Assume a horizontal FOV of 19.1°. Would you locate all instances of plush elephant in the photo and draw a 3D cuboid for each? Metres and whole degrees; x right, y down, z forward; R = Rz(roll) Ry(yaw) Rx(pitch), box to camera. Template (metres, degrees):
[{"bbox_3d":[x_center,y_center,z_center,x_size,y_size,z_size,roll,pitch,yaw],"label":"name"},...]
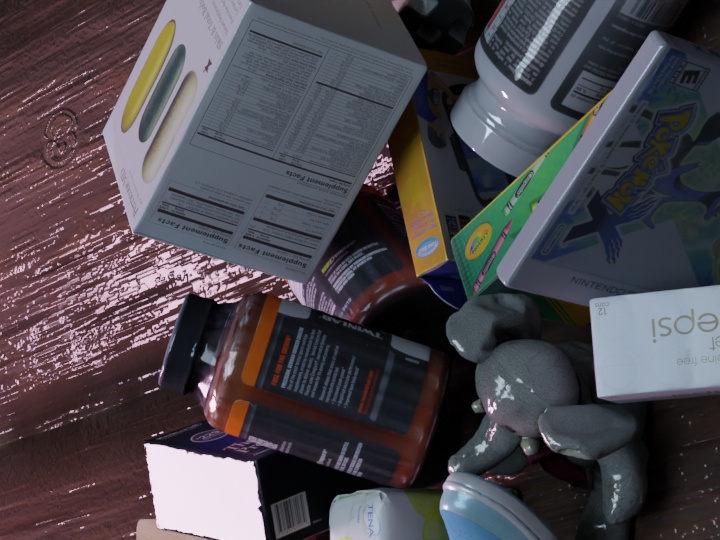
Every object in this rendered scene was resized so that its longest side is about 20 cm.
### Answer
[{"bbox_3d":[0.129,0.103,1.512,0.165,0.154,0.201,50,122,38],"label":"plush elephant"}]

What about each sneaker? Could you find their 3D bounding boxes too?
[{"bbox_3d":[0.018,-0.168,1.712,0.200,0.074,0.089,-41,24,25],"label":"sneaker"},{"bbox_3d":[0.088,0.242,1.492,0.079,0.200,0.131,12,55,45],"label":"sneaker"}]

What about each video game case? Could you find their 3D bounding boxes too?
[{"bbox_3d":[0.211,-0.053,1.421,0.200,0.182,0.022,-58,38,26],"label":"video game case"}]

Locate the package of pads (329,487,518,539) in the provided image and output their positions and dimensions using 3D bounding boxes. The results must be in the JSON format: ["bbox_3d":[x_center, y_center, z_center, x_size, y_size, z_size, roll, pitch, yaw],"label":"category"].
[{"bbox_3d":[0.051,0.262,1.583,0.068,0.154,0.201,-14,75,46],"label":"package of pads"}]

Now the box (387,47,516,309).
[{"bbox_3d":[0.080,-0.067,1.614,0.041,0.119,0.201,-31,64,41],"label":"box"}]

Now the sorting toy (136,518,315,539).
[{"bbox_3d":[-0.103,0.309,1.811,0.199,0.069,0.200,-9,80,47],"label":"sorting toy"}]

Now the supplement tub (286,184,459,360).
[{"bbox_3d":[0.000,0.000,1.683,0.107,0.106,0.200,-63,36,22],"label":"supplement tub"}]

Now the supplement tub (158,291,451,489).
[{"bbox_3d":[-0.041,0.080,1.539,0.107,0.199,0.108,-162,90,-87],"label":"supplement tub"}]

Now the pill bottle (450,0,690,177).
[{"bbox_3d":[0.153,-0.169,1.547,0.200,0.115,0.116,-57,49,26],"label":"pill bottle"}]

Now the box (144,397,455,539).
[{"bbox_3d":[-0.045,0.146,1.660,0.141,0.199,0.079,0,103,48],"label":"box"}]

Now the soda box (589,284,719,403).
[{"bbox_3d":[0.254,0.044,1.392,0.199,0.064,0.069,-7,81,20],"label":"soda box"}]

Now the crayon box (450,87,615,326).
[{"bbox_3d":[0.172,-0.044,1.506,0.200,0.118,0.058,-44,49,36],"label":"crayon box"}]

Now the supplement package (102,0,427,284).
[{"bbox_3d":[-0.076,-0.127,1.591,0.201,0.150,0.152,-60,29,24],"label":"supplement package"}]
